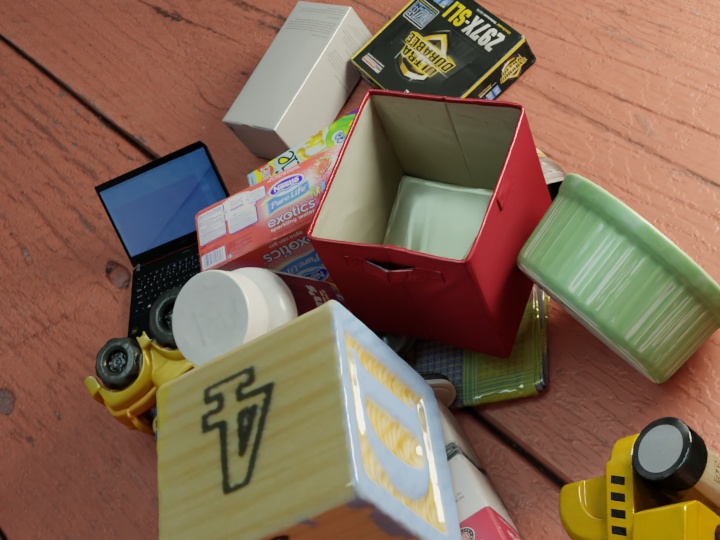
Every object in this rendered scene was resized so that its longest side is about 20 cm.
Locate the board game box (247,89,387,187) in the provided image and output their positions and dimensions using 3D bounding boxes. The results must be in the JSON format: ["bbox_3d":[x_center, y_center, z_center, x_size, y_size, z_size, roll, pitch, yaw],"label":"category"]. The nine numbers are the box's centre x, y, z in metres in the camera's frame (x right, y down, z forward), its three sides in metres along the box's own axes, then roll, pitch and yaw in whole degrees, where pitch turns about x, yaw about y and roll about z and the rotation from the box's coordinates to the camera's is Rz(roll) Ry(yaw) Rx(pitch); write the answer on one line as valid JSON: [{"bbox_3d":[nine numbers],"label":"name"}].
[{"bbox_3d":[-0.018,-0.100,1.463,0.198,0.105,0.104,-30,46,12],"label":"board game box"}]

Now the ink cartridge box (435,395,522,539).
[{"bbox_3d":[0.058,0.235,1.188,0.144,0.084,0.201,-36,46,8],"label":"ink cartridge box"}]

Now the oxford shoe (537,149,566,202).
[{"bbox_3d":[0.143,-0.047,1.341,0.200,0.071,0.073,-48,50,-5],"label":"oxford shoe"}]

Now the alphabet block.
[{"bbox_3d":[-0.047,0.181,1.106,0.198,0.195,0.198,-27,46,21],"label":"alphabet block"}]

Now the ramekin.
[{"bbox_3d":[0.238,0.012,1.150,0.098,0.200,0.200,-49,45,3],"label":"ramekin"}]

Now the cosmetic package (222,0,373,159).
[{"bbox_3d":[-0.077,-0.244,1.620,0.107,0.085,0.202,18,71,41],"label":"cosmetic package"}]

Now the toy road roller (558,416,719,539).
[{"bbox_3d":[0.245,0.234,1.042,0.145,0.122,0.202,-24,45,37],"label":"toy road roller"}]

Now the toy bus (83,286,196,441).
[{"bbox_3d":[-0.183,0.140,1.405,0.199,0.136,0.193,-38,62,6],"label":"toy bus"}]

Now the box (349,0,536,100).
[{"bbox_3d":[0.099,-0.260,1.537,0.159,0.049,0.200,-41,45,0],"label":"box"}]

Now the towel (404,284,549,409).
[{"bbox_3d":[0.107,0.082,1.307,0.198,0.023,0.145,-15,53,26],"label":"towel"}]

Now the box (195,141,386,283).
[{"bbox_3d":[-0.071,-0.042,1.357,0.198,0.095,0.103,-25,44,9],"label":"box"}]

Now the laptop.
[{"bbox_3d":[-0.244,-0.031,1.571,0.175,0.103,0.202,-20,50,22],"label":"laptop"}]

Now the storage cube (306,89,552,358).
[{"bbox_3d":[0.077,-0.046,1.214,0.169,0.180,0.202,9,61,26],"label":"storage cube"}]

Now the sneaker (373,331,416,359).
[{"bbox_3d":[-0.020,0.070,1.348,0.198,0.066,0.091,9,65,44],"label":"sneaker"}]

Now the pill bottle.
[{"bbox_3d":[-0.090,0.055,1.229,0.108,0.199,0.111,-4,82,29],"label":"pill bottle"}]

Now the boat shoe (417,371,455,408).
[{"bbox_3d":[-0.003,0.134,1.267,0.197,0.074,0.061,-19,45,5],"label":"boat shoe"}]
